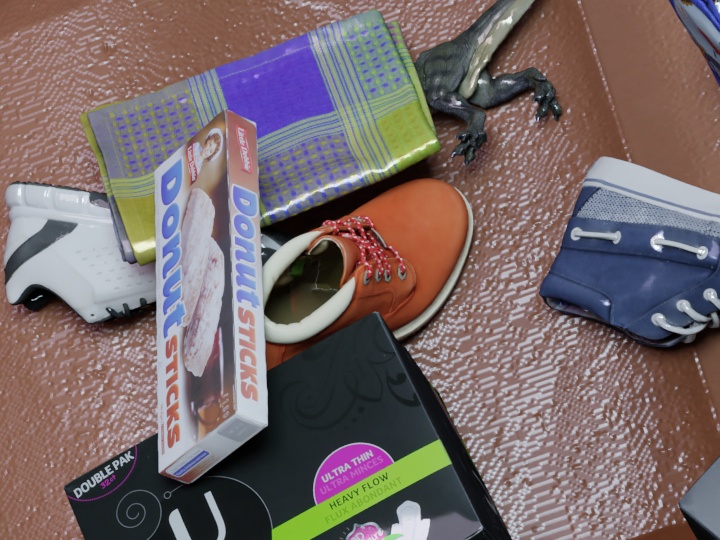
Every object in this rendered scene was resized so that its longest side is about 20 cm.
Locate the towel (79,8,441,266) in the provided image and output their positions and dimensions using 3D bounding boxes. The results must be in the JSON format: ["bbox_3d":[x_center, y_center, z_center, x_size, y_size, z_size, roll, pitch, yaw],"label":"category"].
[{"bbox_3d":[-0.060,-0.079,1.677,0.199,0.023,0.144,-18,43,1],"label":"towel"}]

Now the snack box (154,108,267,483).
[{"bbox_3d":[-0.082,0.012,1.556,0.072,0.024,0.200,-39,42,39],"label":"snack box"}]

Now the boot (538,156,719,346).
[{"bbox_3d":[0.199,0.008,1.594,0.200,0.073,0.091,19,80,34],"label":"boot"}]

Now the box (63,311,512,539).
[{"bbox_3d":[-0.031,0.148,1.568,0.200,0.124,0.149,-30,61,5],"label":"box"}]

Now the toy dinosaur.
[{"bbox_3d":[0.065,-0.109,1.703,0.200,0.047,0.088,-39,53,-6],"label":"toy dinosaur"}]

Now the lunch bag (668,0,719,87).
[{"bbox_3d":[0.237,-0.160,1.594,0.123,0.170,0.201,-12,63,17],"label":"lunch bag"}]

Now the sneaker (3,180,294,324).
[{"bbox_3d":[-0.124,-0.002,1.710,0.199,0.074,0.080,6,83,26],"label":"sneaker"}]

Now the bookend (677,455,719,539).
[{"bbox_3d":[0.205,0.170,1.434,0.199,0.200,0.092,-46,60,-7],"label":"bookend"}]

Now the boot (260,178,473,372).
[{"bbox_3d":[0.000,0.000,1.615,0.075,0.107,0.200,41,59,13],"label":"boot"}]
